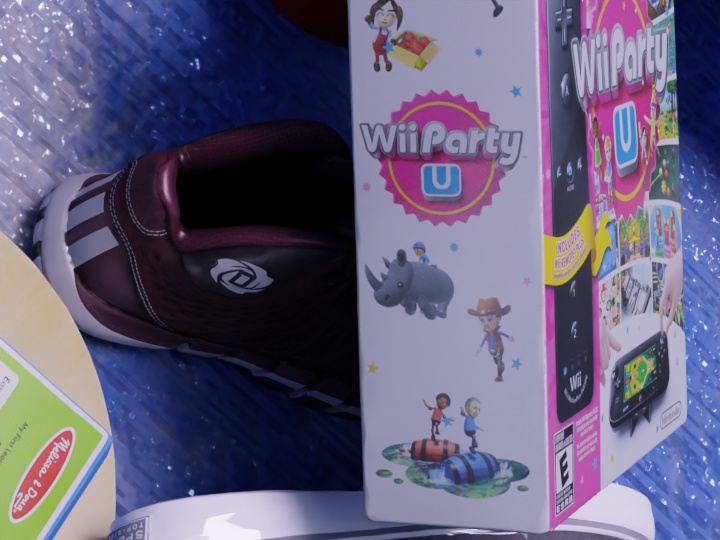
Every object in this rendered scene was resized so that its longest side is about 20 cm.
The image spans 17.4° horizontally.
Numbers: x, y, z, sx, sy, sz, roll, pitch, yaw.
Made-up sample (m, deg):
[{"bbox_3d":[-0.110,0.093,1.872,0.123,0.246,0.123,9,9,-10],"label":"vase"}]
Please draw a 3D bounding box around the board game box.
[{"bbox_3d":[0.053,-0.033,0.753,0.147,0.064,0.201,-24,112,-65],"label":"board game box"}]

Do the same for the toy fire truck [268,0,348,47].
[{"bbox_3d":[0.038,-0.103,0.869,0.176,0.129,0.201,-6,71,-38],"label":"toy fire truck"}]

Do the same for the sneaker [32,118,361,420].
[{"bbox_3d":[0.000,0.000,0.791,0.200,0.115,0.076,9,70,-31],"label":"sneaker"}]

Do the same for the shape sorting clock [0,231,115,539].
[{"bbox_3d":[-0.160,0.068,0.705,0.200,0.039,0.201,7,79,-35],"label":"shape sorting clock"}]

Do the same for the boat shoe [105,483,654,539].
[{"bbox_3d":[0.014,0.108,0.775,0.199,0.070,0.066,3,66,-31],"label":"boat shoe"}]

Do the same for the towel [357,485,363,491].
[{"bbox_3d":[0.032,0.142,0.845,0.200,0.031,0.149,-35,97,-36],"label":"towel"}]
